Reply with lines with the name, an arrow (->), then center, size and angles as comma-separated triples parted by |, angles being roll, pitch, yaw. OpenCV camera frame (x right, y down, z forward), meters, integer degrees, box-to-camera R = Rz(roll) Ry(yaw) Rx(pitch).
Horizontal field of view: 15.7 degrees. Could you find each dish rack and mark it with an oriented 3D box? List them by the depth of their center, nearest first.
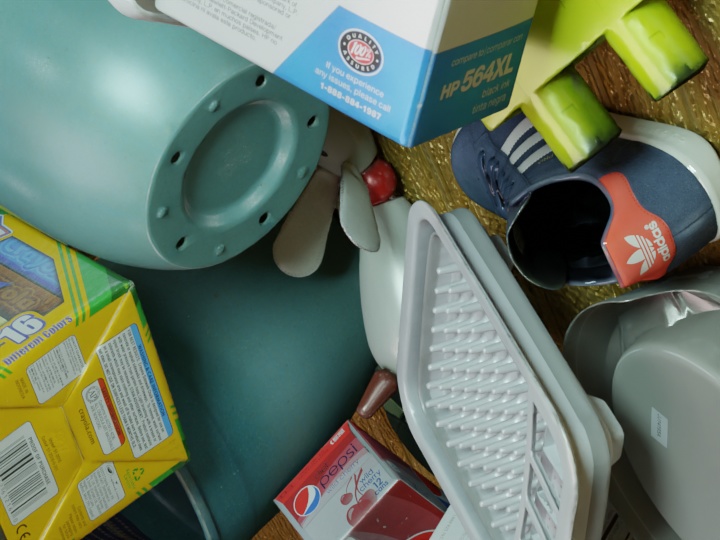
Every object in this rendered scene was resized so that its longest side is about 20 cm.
dish rack -> 0.076, 0.075, 1.314 | 0.172, 0.043, 0.201 | 92, 155, -45

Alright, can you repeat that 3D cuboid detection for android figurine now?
android figurine -> 0.061, -0.144, 1.131 | 0.201, 0.041, 0.182 | 53, 134, 1

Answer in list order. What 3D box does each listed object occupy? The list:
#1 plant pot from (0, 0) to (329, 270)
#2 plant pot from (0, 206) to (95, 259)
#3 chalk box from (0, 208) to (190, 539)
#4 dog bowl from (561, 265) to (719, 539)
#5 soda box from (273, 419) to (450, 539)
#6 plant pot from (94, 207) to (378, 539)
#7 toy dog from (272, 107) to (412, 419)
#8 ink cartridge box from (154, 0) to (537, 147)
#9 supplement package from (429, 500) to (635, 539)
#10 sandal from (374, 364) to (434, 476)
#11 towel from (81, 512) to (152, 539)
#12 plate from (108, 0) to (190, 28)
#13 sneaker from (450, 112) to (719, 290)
plant pot -> -0.112, -0.096, 1.356 | 0.161, 0.200, 0.201 | 38, 153, 32
plant pot -> -0.252, -0.087, 1.738 | 0.199, 0.188, 0.187 | 31, 153, 10
chalk box -> -0.207, 0.053, 1.409 | 0.200, 0.123, 0.125 | 28, 144, 45
dog bowl -> 0.184, 0.087, 1.252 | 0.200, 0.058, 0.201 | 43, 152, 30
soda box -> 0.038, 0.169, 1.550 | 0.200, 0.070, 0.063 | 41, -176, -45
plant pot -> -0.083, 0.054, 1.565 | 0.200, 0.188, 0.201 | 42, 155, 25
toy dog -> 0.000, 0.000, 1.444 | 0.200, 0.096, 0.132 | 49, 157, 7
ink cartridge box -> 0.009, -0.176, 1.067 | 0.146, 0.084, 0.201 | 31, 121, 28
supplement package -> 0.133, 0.204, 1.383 | 0.199, 0.120, 0.122 | 8, 135, 31
sandal -> 0.086, 0.113, 1.500 | 0.201, 0.057, 0.080 | 48, 153, 25
towel -> -0.184, 0.151, 1.466 | 0.144, 0.199, 0.024 | 24, 100, 48
plate -> -0.100, -0.191, 1.215 | 0.199, 0.032, 0.201 | 5, -120, -65
sneaker -> 0.088, -0.033, 1.242 | 0.200, 0.084, 0.075 | 10, 133, 59
